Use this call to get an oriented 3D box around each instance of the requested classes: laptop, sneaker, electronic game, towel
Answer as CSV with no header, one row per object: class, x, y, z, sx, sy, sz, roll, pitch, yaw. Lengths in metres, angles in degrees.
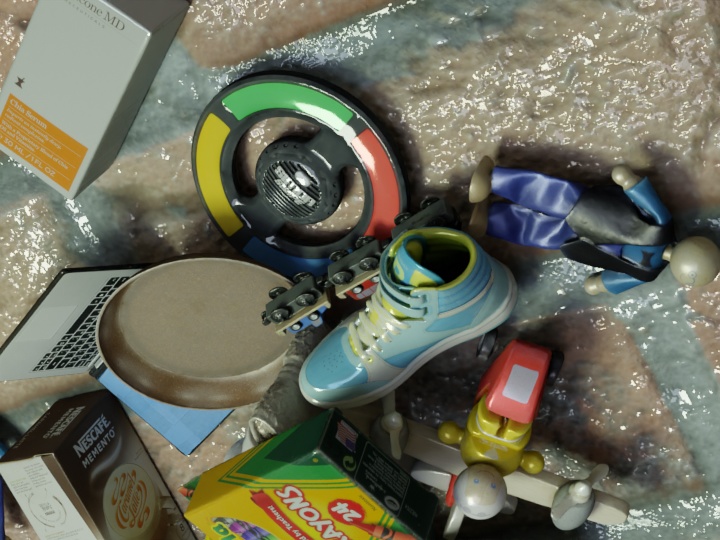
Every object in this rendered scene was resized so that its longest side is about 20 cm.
laptop,-0.215,0.090,1.517,0.187,0.200,0.116,-46,61,38
sneaker,0.021,0.031,1.312,0.200,0.131,0.080,-32,60,5
electronic game,-0.052,-0.075,1.376,0.200,0.042,0.200,12,124,19
towel,-0.016,0.149,1.422,0.034,0.133,0.200,-13,125,36

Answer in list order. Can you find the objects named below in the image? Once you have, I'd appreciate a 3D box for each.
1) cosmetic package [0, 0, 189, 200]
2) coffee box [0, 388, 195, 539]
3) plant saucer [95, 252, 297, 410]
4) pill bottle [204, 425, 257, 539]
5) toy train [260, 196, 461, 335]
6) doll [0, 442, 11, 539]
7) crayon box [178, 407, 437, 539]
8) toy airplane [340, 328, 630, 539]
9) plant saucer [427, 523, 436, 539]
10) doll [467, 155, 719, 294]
cosmetic package,-0.235,-0.168,1.388,0.101,0.071,0.200,35,128,3
coffee box,-0.259,0.236,1.627,0.080,0.114,0.200,-13,114,32
plant saucer,-0.133,0.049,1.446,0.200,0.032,0.200,-2,137,-2
pill bottle,-0.086,0.229,1.541,0.109,0.109,0.200,23,127,11
toy train,0.000,0.000,1.361,0.200,0.034,0.046,-30,136,24
doll,-0.406,0.204,1.711,0.136,0.048,0.200,11,118,32
crayon box,-0.052,0.201,1.344,0.127,0.051,0.200,43,132,-20
toy airplane,0.102,0.163,1.381,0.200,0.141,0.199,-18,117,25
plant saucer,-0.019,0.285,1.517,0.199,0.036,0.200,-11,133,-12
doll,0.185,-0.030,1.285,0.200,0.049,0.137,16,136,16
